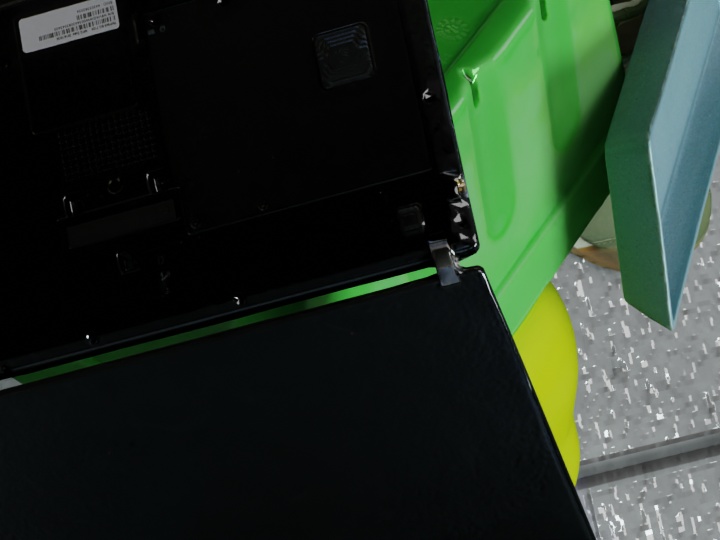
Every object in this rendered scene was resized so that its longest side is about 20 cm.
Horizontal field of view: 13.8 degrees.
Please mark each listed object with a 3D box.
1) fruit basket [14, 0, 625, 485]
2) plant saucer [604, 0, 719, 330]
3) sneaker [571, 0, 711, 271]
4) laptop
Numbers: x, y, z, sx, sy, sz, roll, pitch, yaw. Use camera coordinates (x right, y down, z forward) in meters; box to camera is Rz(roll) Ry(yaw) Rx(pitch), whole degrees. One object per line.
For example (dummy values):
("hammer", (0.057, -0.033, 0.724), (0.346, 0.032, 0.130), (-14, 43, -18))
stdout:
("fruit basket", (0.000, 0.000, 0.921), (0.216, 0.155, 0.216), (-55, 159, -34))
("plant saucer", (0.105, -0.065, 0.964), (0.200, 0.019, 0.070), (-66, 151, -53))
("sneaker", (0.073, -0.074, 1.013), (0.200, 0.090, 0.067), (43, 53, -26))
("laptop", (-0.046, 0.002, 0.795), (0.103, 0.177, 0.201), (39, 37, -71))
